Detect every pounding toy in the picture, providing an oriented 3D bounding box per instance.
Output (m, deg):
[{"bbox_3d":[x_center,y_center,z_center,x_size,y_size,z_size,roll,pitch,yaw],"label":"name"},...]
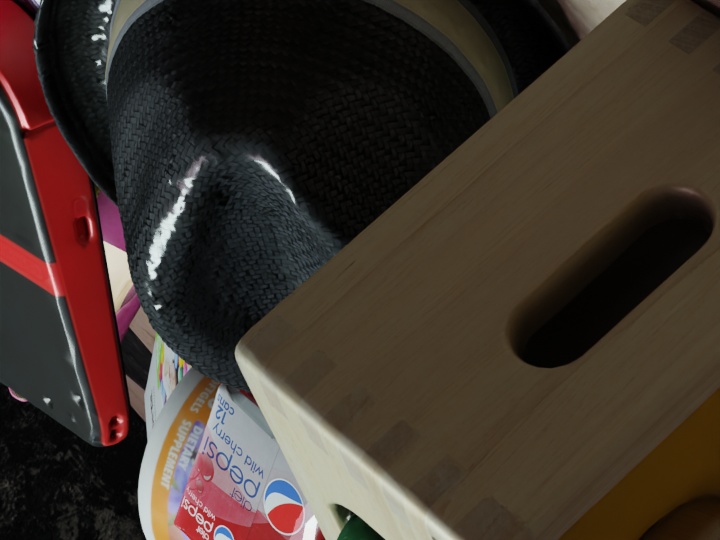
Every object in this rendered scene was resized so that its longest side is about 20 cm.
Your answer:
[{"bbox_3d":[0.073,0.073,0.683,0.142,0.200,0.184,38,162,37],"label":"pounding toy"}]

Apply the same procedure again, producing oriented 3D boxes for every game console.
[{"bbox_3d":[-0.160,-0.042,0.941,0.200,0.031,0.177,30,142,40],"label":"game console"}]

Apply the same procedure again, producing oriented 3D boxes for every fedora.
[{"bbox_3d":[-0.019,-0.024,0.794,0.200,0.092,0.201,6,144,4],"label":"fedora"}]

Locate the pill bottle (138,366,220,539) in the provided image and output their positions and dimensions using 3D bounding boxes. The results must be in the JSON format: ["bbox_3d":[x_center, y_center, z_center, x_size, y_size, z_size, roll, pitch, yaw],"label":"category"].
[{"bbox_3d":[0.014,0.107,1.018,0.200,0.112,0.112,24,159,36],"label":"pill bottle"}]

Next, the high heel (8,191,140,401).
[{"bbox_3d":[-0.132,0.006,1.186,0.067,0.096,0.200,35,164,10],"label":"high heel"}]

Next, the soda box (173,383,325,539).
[{"bbox_3d":[0.032,0.061,0.906,0.063,0.200,0.070,39,124,32],"label":"soda box"}]

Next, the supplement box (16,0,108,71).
[{"bbox_3d":[-0.092,-0.140,0.857,0.101,0.103,0.200,33,166,48],"label":"supplement box"}]

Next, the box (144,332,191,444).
[{"bbox_3d":[-0.067,0.043,1.198,0.156,0.041,0.201,-100,17,-46],"label":"box"}]

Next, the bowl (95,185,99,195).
[{"bbox_3d":[-0.165,-0.074,1.064,0.107,0.201,0.200,19,176,-13],"label":"bowl"}]
